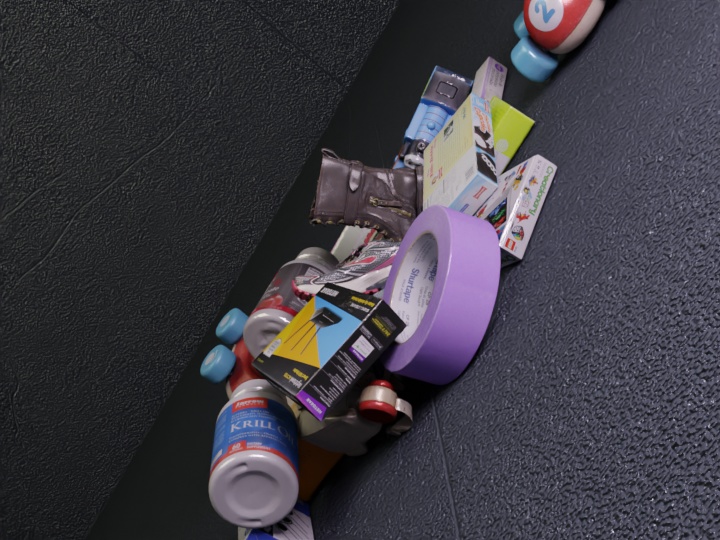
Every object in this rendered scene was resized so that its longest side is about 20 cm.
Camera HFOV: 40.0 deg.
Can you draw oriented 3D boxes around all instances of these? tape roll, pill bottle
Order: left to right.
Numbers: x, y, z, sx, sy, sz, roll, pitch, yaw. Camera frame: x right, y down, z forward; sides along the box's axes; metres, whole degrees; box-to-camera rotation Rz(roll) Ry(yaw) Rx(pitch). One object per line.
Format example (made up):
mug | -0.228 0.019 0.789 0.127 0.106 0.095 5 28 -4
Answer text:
pill bottle | -0.135 0.226 1.272 0.113 0.112 0.200 -56 18 18
pill bottle | -0.096 0.053 1.529 0.111 0.110 0.201 -50 8 40
tape roll | 0.088 0.028 1.157 0.200 0.065 0.202 -164 90 -74

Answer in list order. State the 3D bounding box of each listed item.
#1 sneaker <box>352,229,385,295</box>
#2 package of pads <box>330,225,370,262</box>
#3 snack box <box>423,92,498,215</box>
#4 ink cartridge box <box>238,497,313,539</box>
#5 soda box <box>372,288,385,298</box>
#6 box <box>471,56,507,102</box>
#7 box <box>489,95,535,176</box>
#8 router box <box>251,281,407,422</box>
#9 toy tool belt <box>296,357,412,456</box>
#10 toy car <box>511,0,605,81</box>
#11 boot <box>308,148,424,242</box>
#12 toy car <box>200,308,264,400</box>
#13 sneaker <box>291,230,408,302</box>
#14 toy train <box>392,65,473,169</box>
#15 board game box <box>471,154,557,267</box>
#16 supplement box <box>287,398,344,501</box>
sneaker | 0.019 0.012 1.499 0.074 0.080 0.202 -12 51 60
package of pads | -0.017 -0.026 1.722 0.201 0.068 0.155 -59 0 8
snack box | 0.129 -0.137 1.307 0.116 0.037 0.201 -49 22 34
ink cartridge box | -0.115 0.332 1.322 0.044 0.093 0.200 -58 13 7
soda box | 0.032 0.074 1.357 0.064 0.068 0.200 -65 12 -19
box | 0.190 -0.251 1.518 0.041 0.038 0.201 -47 19 43
box | 0.160 -0.141 1.382 0.201 0.047 0.122 -57 13 12
router box | -0.043 0.092 1.194 0.149 0.051 0.200 -48 18 -11
toy tool belt | -0.005 0.146 1.240 0.200 0.124 0.124 -41 31 55
toy car | 0.220 -0.393 1.305 0.185 0.199 0.178 -51 16 39
boot | 0.011 -0.072 1.427 0.069 0.172 0.202 -114 27 -79
toy car | -0.126 0.136 1.643 0.200 0.184 0.178 -36 24 34
sneaker | 0.000 0.000 1.377 0.081 0.198 0.075 130 126 -79
toy train | 0.115 -0.225 1.596 0.114 0.086 0.201 91 -157 -70
board game box | 0.159 -0.056 1.219 0.127 0.034 0.200 -66 13 -18
supplement box | -0.066 0.214 1.429 0.126 0.073 0.201 -54 14 26
